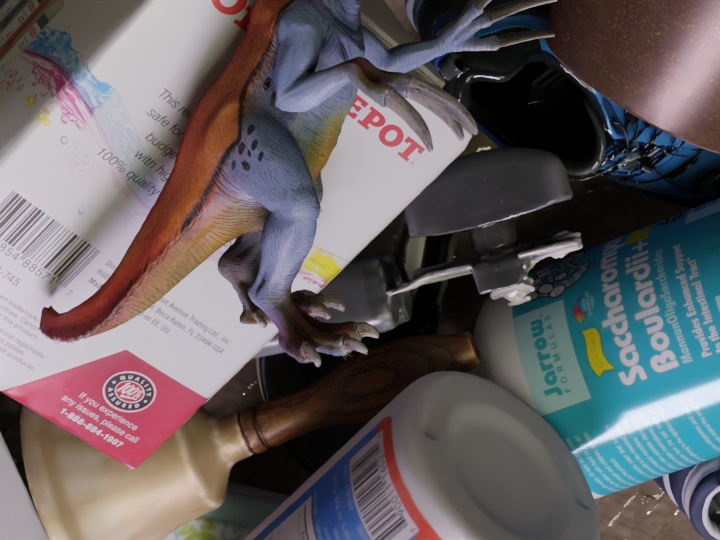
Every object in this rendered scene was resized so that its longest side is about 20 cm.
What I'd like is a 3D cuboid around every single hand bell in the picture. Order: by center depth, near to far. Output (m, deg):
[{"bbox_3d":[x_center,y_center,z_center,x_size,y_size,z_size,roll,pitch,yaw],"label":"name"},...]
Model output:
[{"bbox_3d":[-0.041,0.068,0.930,0.200,0.104,0.104,-21,128,8],"label":"hand bell"}]

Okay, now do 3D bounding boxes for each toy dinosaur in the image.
[{"bbox_3d":[-0.024,-0.063,0.700,0.200,0.105,0.182,-6,103,-2],"label":"toy dinosaur"}]

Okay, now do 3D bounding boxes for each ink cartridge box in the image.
[{"bbox_3d":[-0.087,-0.057,0.821,0.200,0.145,0.145,-43,126,13],"label":"ink cartridge box"}]

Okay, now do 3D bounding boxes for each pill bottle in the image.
[{"bbox_3d":[0.003,0.143,0.911,0.112,0.112,0.200,23,129,-30],"label":"pill bottle"},{"bbox_3d":[0.129,0.040,0.946,0.200,0.111,0.111,-23,130,22],"label":"pill bottle"}]

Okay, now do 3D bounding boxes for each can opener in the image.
[{"bbox_3d":[0.000,0.000,0.889,0.200,0.053,0.067,-17,88,14],"label":"can opener"}]

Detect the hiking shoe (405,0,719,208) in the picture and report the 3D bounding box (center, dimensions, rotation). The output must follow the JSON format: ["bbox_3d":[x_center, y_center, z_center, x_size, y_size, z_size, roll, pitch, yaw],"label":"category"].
[{"bbox_3d":[0.101,-0.063,0.909,0.200,0.087,0.074,25,130,-28],"label":"hiking shoe"}]

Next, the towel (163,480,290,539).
[{"bbox_3d":[-0.035,0.200,1.024,0.200,0.048,0.171,16,91,-13],"label":"towel"}]

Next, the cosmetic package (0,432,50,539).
[{"bbox_3d":[-0.199,0.135,0.900,0.113,0.081,0.200,-37,116,-33],"label":"cosmetic package"}]

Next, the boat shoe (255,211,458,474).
[{"bbox_3d":[-0.002,0.022,0.959,0.074,0.063,0.202,-2,125,-20],"label":"boat shoe"}]

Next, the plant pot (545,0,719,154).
[{"bbox_3d":[0.162,-0.153,0.805,0.187,0.187,0.200,19,113,-28],"label":"plant pot"}]

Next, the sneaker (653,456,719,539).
[{"bbox_3d":[0.204,0.042,1.011,0.070,0.109,0.200,13,118,-26],"label":"sneaker"}]
